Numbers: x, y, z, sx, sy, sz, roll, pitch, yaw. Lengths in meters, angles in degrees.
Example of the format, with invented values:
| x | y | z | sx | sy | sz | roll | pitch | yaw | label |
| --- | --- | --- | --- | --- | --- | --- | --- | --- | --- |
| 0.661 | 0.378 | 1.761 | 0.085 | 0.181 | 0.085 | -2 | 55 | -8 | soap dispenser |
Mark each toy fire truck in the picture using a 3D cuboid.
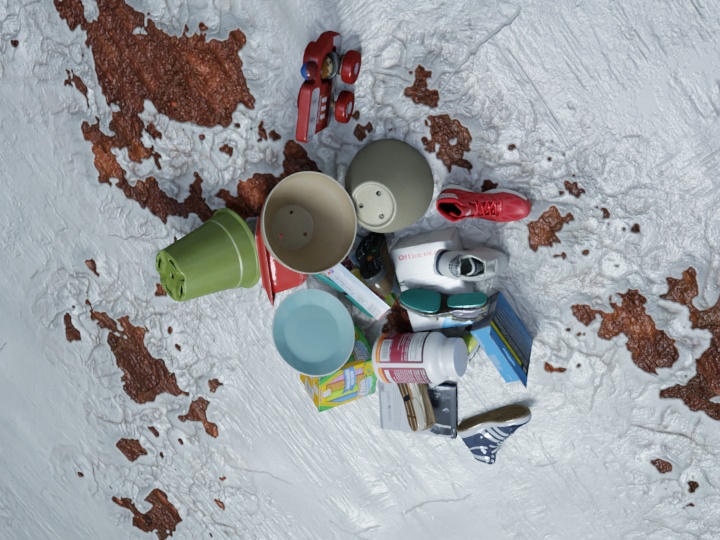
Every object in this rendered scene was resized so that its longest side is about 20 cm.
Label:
| x | y | z | sx | sy | sz | roll | pitch | yaw | label |
| --- | --- | --- | --- | --- | --- | --- | --- | --- | --- |
| -0.080 | -0.372 | 1.437 | 0.110 | 0.168 | 0.203 | 16 | 118 | 11 | toy fire truck |

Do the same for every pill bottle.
| x | y | z | sx | sy | sz | roll | pitch | yaw | label |
| --- | --- | --- | --- | --- | --- | --- | --- | --- | --- |
| 0.134 | 0.196 | 1.594 | 0.197 | 0.113 | 0.115 | -4 | 113 | 31 | pill bottle |

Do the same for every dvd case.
| x | y | z | sx | sy | sz | roll | pitch | yaw | label |
| --- | --- | --- | --- | --- | --- | --- | --- | --- | --- |
| 0.143 | 0.339 | 1.770 | 0.196 | 0.025 | 0.153 | 4 | 115 | 18 | dvd case |

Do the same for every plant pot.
| x | y | z | sx | sy | sz | roll | pitch | yaw | label |
| --- | --- | --- | --- | --- | --- | --- | --- | --- | --- |
| -0.361 | -0.018 | 1.643 | 0.198 | 0.189 | 0.203 | 25 | 128 | 37 | plant pot |
| -0.122 | -0.093 | 1.469 | 0.202 | 0.199 | 0.134 | 56 | 160 | -12 | plant pot |

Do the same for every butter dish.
| x | y | z | sx | sy | sz | roll | pitch | yaw | label |
| --- | --- | --- | --- | --- | --- | --- | --- | --- | --- |
| -0.158 | -0.048 | 1.625 | 0.145 | 0.200 | 0.203 | -7 | 113 | -3 | butter dish |

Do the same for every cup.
| x | y | z | sx | sy | sz | roll | pitch | yaw | label |
| --- | --- | --- | --- | --- | --- | --- | --- | --- | --- |
| 0.045 | -0.161 | 1.506 | 0.197 | 0.143 | 0.204 | 7 | 115 | 16 | cup |

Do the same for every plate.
| x | y | z | sx | sy | sz | roll | pitch | yaw | label |
| --- | --- | --- | --- | --- | --- | --- | --- | --- | --- |
| -0.107 | 0.141 | 1.606 | 0.200 | 0.201 | 0.026 | 41 | 151 | -4 | plate |

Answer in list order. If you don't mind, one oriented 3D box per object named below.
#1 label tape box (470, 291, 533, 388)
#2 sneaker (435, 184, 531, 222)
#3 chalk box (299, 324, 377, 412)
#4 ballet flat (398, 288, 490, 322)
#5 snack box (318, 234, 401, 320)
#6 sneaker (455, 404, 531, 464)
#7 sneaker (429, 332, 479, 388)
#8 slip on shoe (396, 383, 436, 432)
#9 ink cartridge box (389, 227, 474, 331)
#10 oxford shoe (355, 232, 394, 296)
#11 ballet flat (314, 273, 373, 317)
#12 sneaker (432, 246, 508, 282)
| x | y | z | sx | sy | sz | roll | pitch | yaw | label |
| --- | --- | --- | --- | --- | --- | --- | --- | --- | --- |
| 0.303 | 0.157 | 1.530 | 0.063 | 0.200 | 0.145 | -31 | 101 | 28 | label tape box |
| 0.248 | -0.122 | 1.469 | 0.196 | 0.116 | 0.080 | 6 | 116 | 16 | sneaker |
| -0.033 | 0.224 | 1.687 | 0.197 | 0.125 | 0.125 | -16 | 133 | -22 | chalk box |
| 0.179 | 0.082 | 1.522 | 0.197 | 0.072 | 0.073 | 2 | 114 | 18 | ballet flat |
| 0.000 | 0.000 | 1.595 | 0.199 | 0.142 | 0.053 | 41 | 121 | -4 | snack box |
| 0.335 | 0.394 | 1.702 | 0.198 | 0.070 | 0.110 | -23 | 100 | 34 | sneaker |
| 0.203 | 0.188 | 1.652 | 0.090 | 0.078 | 0.200 | 47 | 118 | 2 | sneaker |
| 0.132 | 0.280 | 1.704 | 0.076 | 0.060 | 0.203 | 136 | 122 | -62 | slip on shoe |
| 0.166 | 0.021 | 1.581 | 0.143 | 0.084 | 0.203 | -9 | 110 | 23 | ink cartridge box |
| 0.036 | -0.014 | 1.554 | 0.072 | 0.201 | 0.085 | -25 | 123 | 19 | oxford shoe |
| -0.021 | 0.032 | 1.655 | 0.074 | 0.075 | 0.199 | -34 | 123 | 28 | ballet flat |
| 0.245 | -0.008 | 1.487 | 0.080 | 0.197 | 0.078 | 8 | 100 | 54 | sneaker |
